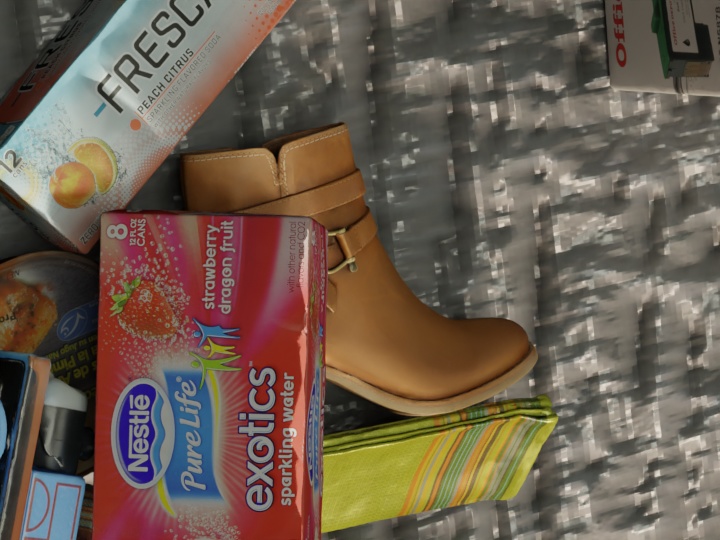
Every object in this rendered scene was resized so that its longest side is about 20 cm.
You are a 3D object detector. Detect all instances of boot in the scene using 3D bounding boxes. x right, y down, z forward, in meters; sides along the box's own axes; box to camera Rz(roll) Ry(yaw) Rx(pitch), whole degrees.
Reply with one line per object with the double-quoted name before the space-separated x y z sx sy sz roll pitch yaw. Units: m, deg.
"boot" 0.000 0.000 0.919 0.199 0.074 0.156 -10 96 -26

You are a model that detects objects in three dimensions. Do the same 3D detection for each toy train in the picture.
"toy train" -0.174 0.127 0.773 0.114 0.086 0.202 17 79 -47

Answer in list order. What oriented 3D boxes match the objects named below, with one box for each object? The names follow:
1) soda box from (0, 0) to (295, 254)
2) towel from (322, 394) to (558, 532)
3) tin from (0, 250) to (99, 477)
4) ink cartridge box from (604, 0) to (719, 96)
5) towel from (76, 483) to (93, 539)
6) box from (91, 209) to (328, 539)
"soda box" -0.104 -0.106 0.859 0.068 0.063 0.200 44 77 -25
"towel" 0.007 0.113 0.939 0.198 0.018 0.086 -9 139 -24
"tin" -0.189 0.063 0.832 0.199 0.042 0.113 -24 99 -35
"ink cartridge box" 0.206 -0.165 0.924 0.084 0.200 0.147 -8 99 -20
"towel" -0.223 0.153 0.829 0.199 0.022 0.148 14 65 -25
"box" -0.068 0.075 0.820 0.099 0.095 0.202 2 88 4
